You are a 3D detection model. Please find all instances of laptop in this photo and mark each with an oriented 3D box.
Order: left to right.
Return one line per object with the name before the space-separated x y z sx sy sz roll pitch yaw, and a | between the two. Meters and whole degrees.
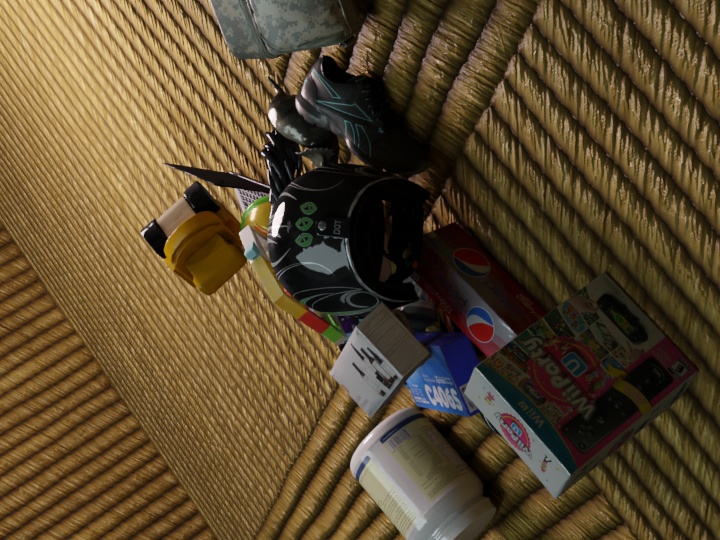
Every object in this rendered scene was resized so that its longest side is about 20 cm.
laptop | -0.196 -0.092 1.921 0.186 0.115 0.202 24 138 52

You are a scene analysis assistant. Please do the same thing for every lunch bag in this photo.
lunch bag | -0.091 -0.357 1.414 0.166 0.139 0.202 5 125 41

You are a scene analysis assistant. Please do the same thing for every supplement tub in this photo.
supplement tub | 0.094 0.323 1.813 0.200 0.144 0.146 48 153 22

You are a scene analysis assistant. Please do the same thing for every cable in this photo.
cable | -0.111 -0.127 1.657 0.202 0.050 0.165 -88 -10 -46

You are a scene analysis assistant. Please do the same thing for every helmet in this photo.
helmet | -0.018 -0.036 1.458 0.189 0.199 0.202 0 120 49

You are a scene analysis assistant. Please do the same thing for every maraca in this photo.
maraca | -0.102 -0.033 1.818 0.135 0.108 0.201 -13 127 19

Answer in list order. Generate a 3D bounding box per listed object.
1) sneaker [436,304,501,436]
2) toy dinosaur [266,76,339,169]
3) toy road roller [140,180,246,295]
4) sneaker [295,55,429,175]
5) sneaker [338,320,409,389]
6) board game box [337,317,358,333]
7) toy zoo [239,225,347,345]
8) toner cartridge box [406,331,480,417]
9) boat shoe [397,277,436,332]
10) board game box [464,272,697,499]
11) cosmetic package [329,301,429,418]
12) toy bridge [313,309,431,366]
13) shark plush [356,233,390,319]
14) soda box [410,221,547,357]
sneaker | 0.156 0.116 1.571 0.203 0.069 0.090 67 168 -15
toy dinosaur | -0.074 -0.201 1.584 0.200 0.102 0.077 48 153 19
toy road roller | -0.232 -0.026 1.852 0.146 0.123 0.200 50 180 25
sneaker | 0.005 -0.189 1.484 0.199 0.075 0.080 34 120 17
sneaker | 0.044 0.145 1.769 0.199 0.089 0.079 36 147 39
board game box | -0.040 -0.025 1.731 0.121 0.032 0.202 -92 -15 -62
toy zoo | -0.098 0.016 1.637 0.200 0.020 0.132 37 -161 -53
toner cartridge box | 0.103 0.130 1.552 0.096 0.043 0.200 68 165 -4
boat shoe | 0.061 0.047 1.652 0.202 0.073 0.066 133 145 -76
board game box | 0.230 0.117 1.258 0.148 0.199 0.065 48 153 19
cosmetic package | 0.018 0.113 1.458 0.083 0.050 0.200 48 159 9
toy bridge | 0.023 0.071 1.547 0.199 0.067 0.028 30 135 44
shark plush | 0.000 0.000 1.612 0.091 0.082 0.202 79 -175 -51
soda box | 0.147 0.035 1.463 0.200 0.069 0.064 48 136 25
